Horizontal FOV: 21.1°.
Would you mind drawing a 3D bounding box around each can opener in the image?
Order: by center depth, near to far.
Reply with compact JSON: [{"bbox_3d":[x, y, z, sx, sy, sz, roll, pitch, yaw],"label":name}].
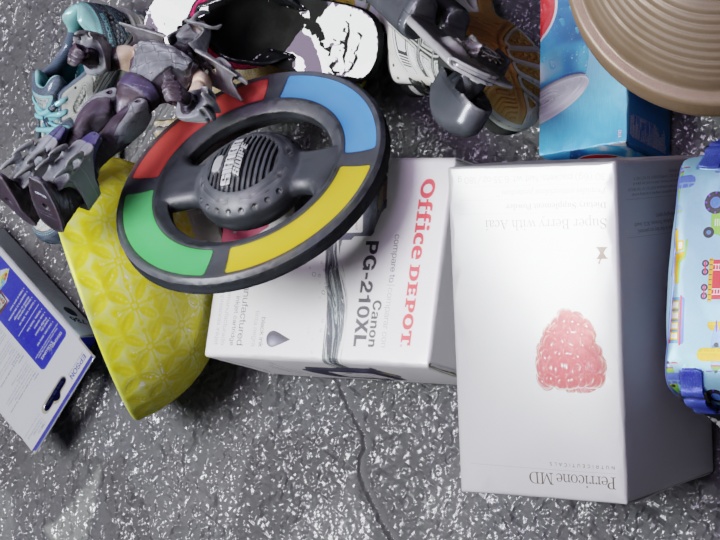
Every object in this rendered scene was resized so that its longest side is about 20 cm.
[{"bbox_3d":[0.036,-0.152,1.271,0.067,0.053,0.200,-63,33,17],"label":"can opener"}]

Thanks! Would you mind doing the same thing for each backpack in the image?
[{"bbox_3d":[0.289,0.012,1.100,0.199,0.134,0.184,5,83,35],"label":"backpack"}]

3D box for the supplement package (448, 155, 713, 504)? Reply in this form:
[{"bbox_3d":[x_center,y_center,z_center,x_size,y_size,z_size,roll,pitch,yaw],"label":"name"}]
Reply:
[{"bbox_3d":[0.136,0.032,1.187,0.121,0.119,0.202,0,94,36],"label":"supplement package"}]

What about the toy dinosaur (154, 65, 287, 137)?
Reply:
[{"bbox_3d":[-0.075,-0.164,1.450,0.199,0.058,0.102,-26,81,30],"label":"toy dinosaur"}]

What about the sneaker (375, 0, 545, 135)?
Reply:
[{"bbox_3d":[0.067,-0.143,1.341,0.088,0.075,0.200,-56,36,27],"label":"sneaker"}]

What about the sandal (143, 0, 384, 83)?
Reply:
[{"bbox_3d":[-0.077,-0.176,1.390,0.199,0.045,0.076,12,103,29],"label":"sandal"}]

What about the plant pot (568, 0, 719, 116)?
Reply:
[{"bbox_3d":[0.220,-0.202,1.184,0.199,0.093,0.202,-3,78,13],"label":"plant pot"}]

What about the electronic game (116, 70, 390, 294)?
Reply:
[{"bbox_3d":[-0.074,-0.062,1.312,0.199,0.042,0.201,-15,44,15],"label":"electronic game"}]

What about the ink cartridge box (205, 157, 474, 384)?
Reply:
[{"bbox_3d":[0.000,0.000,1.348,0.199,0.084,0.146,1,79,37],"label":"ink cartridge box"}]

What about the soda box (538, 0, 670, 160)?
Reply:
[{"bbox_3d":[0.162,-0.168,1.281,0.068,0.064,0.201,-7,74,35],"label":"soda box"}]

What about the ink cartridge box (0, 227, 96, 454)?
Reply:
[{"bbox_3d":[-0.278,0.055,1.576,0.200,0.039,0.100,44,106,37],"label":"ink cartridge box"}]

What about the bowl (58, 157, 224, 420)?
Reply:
[{"bbox_3d":[-0.149,-0.002,1.424,0.107,0.200,0.201,-20,64,-2],"label":"bowl"}]

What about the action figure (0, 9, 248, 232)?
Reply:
[{"bbox_3d":[-0.163,-0.113,1.337,0.130,0.070,0.200,20,59,38],"label":"action figure"}]

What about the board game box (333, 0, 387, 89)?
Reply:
[{"bbox_3d":[-0.054,-0.211,1.481,0.199,0.023,0.105,26,93,38],"label":"board game box"}]

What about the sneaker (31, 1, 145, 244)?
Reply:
[{"bbox_3d":[-0.237,-0.122,1.555,0.077,0.086,0.201,16,89,39],"label":"sneaker"}]
